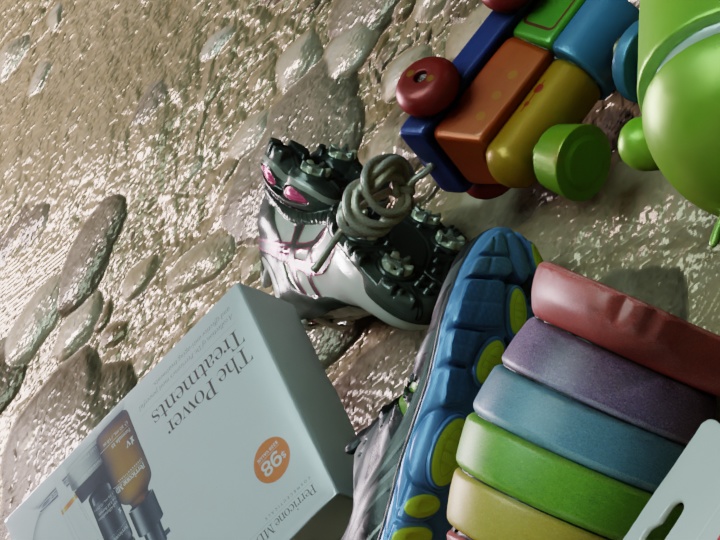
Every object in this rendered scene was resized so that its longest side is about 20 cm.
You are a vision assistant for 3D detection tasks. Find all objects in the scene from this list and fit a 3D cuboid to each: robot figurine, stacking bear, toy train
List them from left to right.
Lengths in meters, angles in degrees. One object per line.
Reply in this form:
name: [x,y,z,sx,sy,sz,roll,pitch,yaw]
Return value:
toy train: [0.073,-0.058,1.427,0.116,0.085,0.200,22,69,47]
stacking bear: [0.087,0.108,1.251,0.114,0.121,0.200,25,92,59]
robot figurine: [0.182,-0.105,1.286,0.175,0.116,0.200,-39,34,41]

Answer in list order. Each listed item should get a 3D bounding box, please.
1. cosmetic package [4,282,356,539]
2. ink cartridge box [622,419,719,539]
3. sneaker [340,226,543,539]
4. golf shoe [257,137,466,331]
cosmetic package: [-0.088,0.129,1.506,0.200,0.052,0.151,-46,50,21]
ink cartridge box: [0.172,0.150,1.113,0.117,0.067,0.200,-57,30,5]
sneaker: [0.034,0.068,1.399,0.083,0.071,0.200,4,69,51]
golf shoe: [0.000,0.000,1.536,0.200,0.077,0.088,-133,54,-60]
